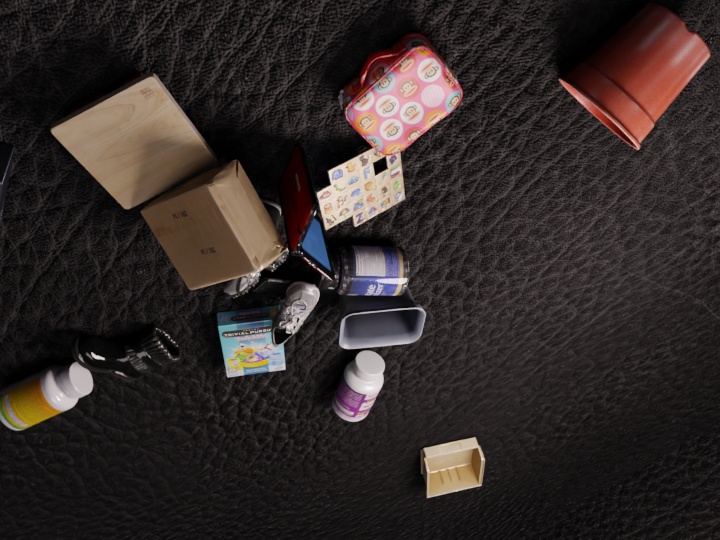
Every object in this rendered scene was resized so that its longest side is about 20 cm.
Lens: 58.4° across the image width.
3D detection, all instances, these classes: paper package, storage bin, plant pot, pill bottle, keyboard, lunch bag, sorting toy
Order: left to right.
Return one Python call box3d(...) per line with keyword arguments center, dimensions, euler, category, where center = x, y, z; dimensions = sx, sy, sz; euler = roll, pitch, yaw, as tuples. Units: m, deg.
box3d(center=(-0.744, 0.292, 1.528), dimensions=(0.199, 0.111, 0.111), euler=(-24, 136, 9), category="pill bottle")
box3d(center=(-0.389, -0.234, 1.133), dimensions=(0.199, 0.070, 0.199), euler=(-24, 136, 8), category="sorting toy")
box3d(center=(-0.270, -0.079, 1.189), dimensions=(0.199, 0.104, 0.191), euler=(-14, 112, 37), category="paper package")
box3d(center=(-0.151, 0.048, 1.486), dimensions=(0.199, 0.021, 0.127), euler=(10, 153, -30), category="keyboard")
box3d(center=(-0.002, 0.312, 1.757), dimensions=(0.112, 0.113, 0.201), euler=(4, 133, -19), category="pill bottle")
box3d(center=(0.000, 0.000, 1.446), dimensions=(0.199, 0.112, 0.112), euler=(1, 134, -16), category="pill bottle")
box3d(center=(0.038, 0.096, 1.536), dimensions=(0.199, 0.135, 0.146), euler=(-4, 135, -11), category="storage bin")
box3d(center=(0.065, -0.321, 1.165), dimensions=(0.200, 0.082, 0.176), euler=(-35, 132, 20), category="lunch bag")
box3d(center=(0.314, 0.675, 2.221), dimensions=(0.199, 0.094, 0.199), euler=(-10, 136, -5), category="storage bin")
box3d(center=(0.508, -0.363, 1.183), dimensions=(0.200, 0.201, 0.195), euler=(28, 113, -36), category="plant pot")

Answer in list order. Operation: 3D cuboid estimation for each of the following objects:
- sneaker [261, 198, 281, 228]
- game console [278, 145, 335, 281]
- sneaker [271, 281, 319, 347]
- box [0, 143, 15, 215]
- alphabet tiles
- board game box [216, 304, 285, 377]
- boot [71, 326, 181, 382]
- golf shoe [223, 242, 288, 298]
box3d(center=(-0.252, -0.101, 1.284), dimensions=(0.199, 0.100, 0.071), euler=(7, 134, -20), category="sneaker")
box3d(center=(-0.087, -0.111, 1.247), dimensions=(0.118, 0.201, 0.173), euler=(9, 131, -24), category="game console")
box3d(center=(-0.147, 0.102, 1.440), dimensions=(0.074, 0.082, 0.200), euler=(19, 135, -13), category="sneaker")
box3d(center=(-0.724, -0.134, 1.107), dimensions=(0.196, 0.118, 0.200), euler=(13, 128, -26), category="box")
box3d(center=(0.003, -0.165, 1.304), dimensions=(0.199, 0.008, 0.168), euler=(-30, 139, -17), category="alphabet tiles")
box3d(center=(-0.267, 0.178, 1.595), dimensions=(0.150, 0.047, 0.201), euler=(-7, 136, -9), category="board game box")
box3d(center=(-0.538, 0.180, 1.495), dimensions=(0.157, 0.080, 0.211), euler=(-26, 146, 20), category="boot")
box3d(center=(-0.245, -0.019, 1.400), dimensions=(0.200, 0.078, 0.094), euler=(-38, 110, 23), category="golf shoe")
